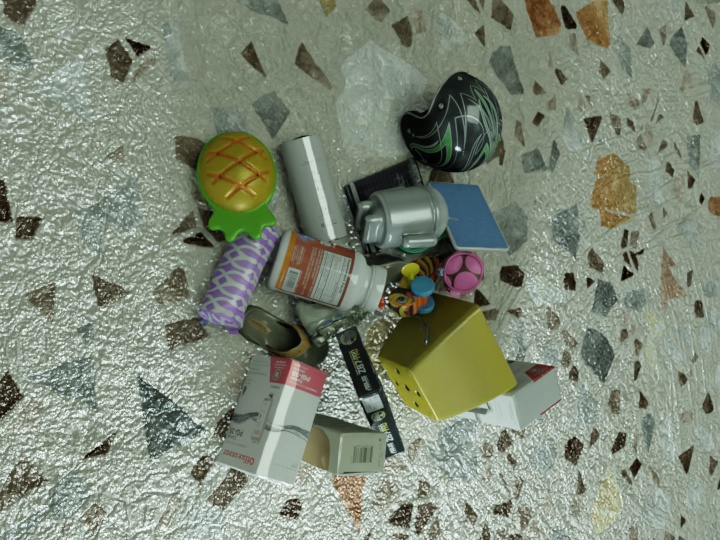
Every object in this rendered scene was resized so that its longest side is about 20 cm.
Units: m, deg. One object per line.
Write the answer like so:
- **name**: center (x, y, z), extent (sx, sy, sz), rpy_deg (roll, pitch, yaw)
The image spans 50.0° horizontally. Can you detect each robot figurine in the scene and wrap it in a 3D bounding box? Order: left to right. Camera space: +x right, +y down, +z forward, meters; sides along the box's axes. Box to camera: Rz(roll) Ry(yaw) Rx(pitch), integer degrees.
- **robot figurine**: center (0.088, -0.106, 1.517), extent (0.199, 0.113, 0.170), rpy_deg (-9, 51, -21)

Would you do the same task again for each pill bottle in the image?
- **pill bottle**: center (-0.059, 0.007, 1.393), extent (0.199, 0.112, 0.113), rpy_deg (17, 76, -9)

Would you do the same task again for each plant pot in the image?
- **plant pot**: center (0.157, 0.183, 1.549), extent (0.176, 0.200, 0.201), rpy_deg (-35, 111, -19)

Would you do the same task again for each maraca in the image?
- **maraca**: center (-0.210, -0.146, 1.323), extent (0.136, 0.107, 0.201), rpy_deg (-5, 75, -10)

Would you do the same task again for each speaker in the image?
- **speaker**: center (-0.088, -0.151, 1.442), extent (0.081, 0.081, 0.201), rpy_deg (-22, 100, -36)

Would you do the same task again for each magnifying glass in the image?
- **magnifying glass**: center (0.157, -0.078, 1.604), extent (0.199, 0.022, 0.080), rpy_deg (-6, 77, -21)

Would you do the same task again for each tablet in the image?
- **tablet**: center (0.225, -0.114, 1.627), extent (0.129, 0.014, 0.201), rpy_deg (1, 48, -21)

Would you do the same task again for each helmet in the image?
- **helmet**: center (0.200, -0.304, 1.597), extent (0.199, 0.190, 0.201), rpy_deg (2, 87, -38)

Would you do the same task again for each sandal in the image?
- **sandal**: center (-0.135, 0.121, 1.408), extent (0.200, 0.054, 0.082), rpy_deg (35, 68, -31)

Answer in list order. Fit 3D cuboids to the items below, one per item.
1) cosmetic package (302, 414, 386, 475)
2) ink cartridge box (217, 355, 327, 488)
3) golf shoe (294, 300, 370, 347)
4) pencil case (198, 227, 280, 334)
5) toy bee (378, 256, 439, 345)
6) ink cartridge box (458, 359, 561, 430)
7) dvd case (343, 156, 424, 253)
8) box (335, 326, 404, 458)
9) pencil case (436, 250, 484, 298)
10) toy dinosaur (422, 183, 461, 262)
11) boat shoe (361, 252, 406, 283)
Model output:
- **cosmetic package**: center (-0.055, 0.305, 1.368), extent (0.105, 0.200, 0.071), rpy_deg (9, 86, -35)
- **ink cartridge box**: center (-0.152, 0.256, 1.330), extent (0.083, 0.146, 0.201), rpy_deg (27, 71, -32)
- **golf shoe**: center (-0.043, 0.068, 1.470), extent (0.097, 0.078, 0.200), rpy_deg (47, 31, 16)
- **pencil case**: center (-0.207, 0.010, 1.341), extent (0.085, 0.084, 0.201), rpy_deg (39, 65, -42)
- **toy bee**: center (0.092, 0.044, 1.503), extent (0.200, 0.108, 0.132), rpy_deg (-64, 158, -64)
- **ink cartridge box**: center (0.300, 0.257, 1.642), extent (0.146, 0.200, 0.083), rpy_deg (-25, 106, -35)
- **dvd case**: center (0.063, -0.135, 1.596), extent (0.200, 0.016, 0.149), rpy_deg (-27, 105, -35)
- **box**: center (0.020, 0.224, 1.418), extent (0.049, 0.162, 0.200), rpy_deg (-20, 134, 0)
- **pencil case**: center (0.204, 0.012, 1.576), extent (0.090, 0.200, 0.094), rpy_deg (13, 89, 9)
- **toy dinosaur**: center (0.210, -0.100, 1.669), extent (0.102, 0.077, 0.201), rpy_deg (20, 79, -42)
- **boat shoe**: center (0.000, 0.000, 1.525), extent (0.199, 0.057, 0.067), rpy_deg (-5, 118, -33)
